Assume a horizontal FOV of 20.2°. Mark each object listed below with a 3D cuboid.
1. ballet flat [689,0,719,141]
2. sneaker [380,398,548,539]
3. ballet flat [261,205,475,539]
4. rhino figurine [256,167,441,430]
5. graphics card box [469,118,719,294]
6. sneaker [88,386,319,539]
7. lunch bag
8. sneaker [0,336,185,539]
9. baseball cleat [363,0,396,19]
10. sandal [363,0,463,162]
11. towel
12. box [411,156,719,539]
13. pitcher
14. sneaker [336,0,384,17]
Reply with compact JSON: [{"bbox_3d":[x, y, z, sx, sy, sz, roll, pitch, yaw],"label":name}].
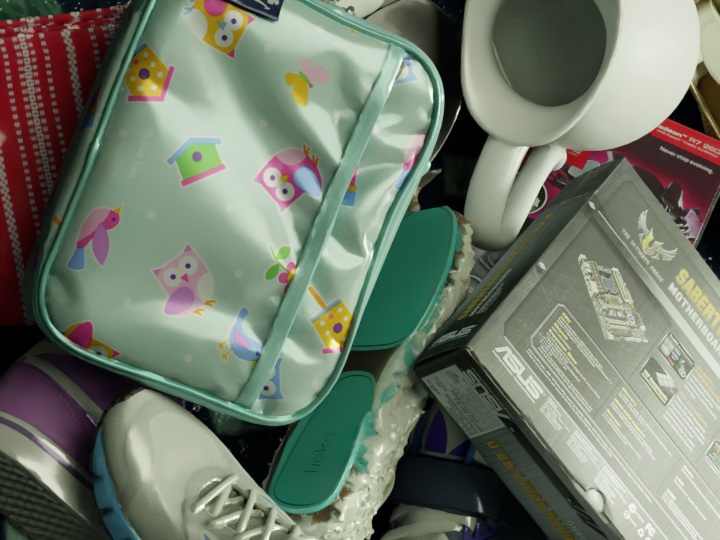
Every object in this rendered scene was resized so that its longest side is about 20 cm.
[{"bbox_3d":[0.233,-0.092,1.204,0.201,0.070,0.065,55,15,-11],"label":"ballet flat"},{"bbox_3d":[0.026,0.137,1.021,0.199,0.080,0.148,-15,104,-50],"label":"sneaker"},{"bbox_3d":[0.007,0.061,1.000,0.072,0.072,0.201,40,57,-20],"label":"ballet flat"},{"bbox_3d":[0.000,0.000,1.086,0.087,0.060,0.202,22,61,-26],"label":"rhino figurine"},{"bbox_3d":[0.127,-0.015,1.162,0.125,0.051,0.201,25,56,8],"label":"graphics card box"},{"bbox_3d":[-0.040,0.131,0.895,0.201,0.086,0.075,55,43,-2],"label":"sneaker"},{"bbox_3d":[-0.054,-0.039,0.927,0.159,0.077,0.202,23,91,-14],"label":"lunch bag"},{"bbox_3d":[-0.090,0.109,0.970,0.201,0.072,0.115,48,49,-15],"label":"sneaker"},{"bbox_3d":[-0.031,-0.158,1.096,0.105,0.070,0.202,-13,82,-24],"label":"baseball cleat"},{"bbox_3d":[-0.006,-0.055,1.025,0.076,0.043,0.201,40,71,-16],"label":"sandal"},{"bbox_3d":[-0.099,-0.055,0.968,0.198,0.022,0.146,-9,99,-9],"label":"towel"},{"bbox_3d":[0.138,0.069,1.007,0.200,0.048,0.159,50,53,-11],"label":"box"},{"bbox_3d":[0.109,-0.101,1.096,0.200,0.120,0.173,-21,131,-70],"label":"pitcher"},{"bbox_3d":[-0.077,-0.108,1.009,0.198,0.072,0.073,-18,81,-2],"label":"sneaker"}]
